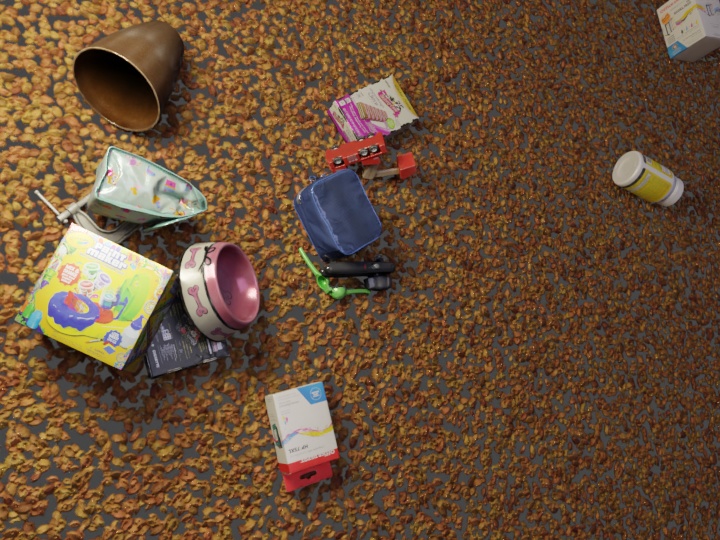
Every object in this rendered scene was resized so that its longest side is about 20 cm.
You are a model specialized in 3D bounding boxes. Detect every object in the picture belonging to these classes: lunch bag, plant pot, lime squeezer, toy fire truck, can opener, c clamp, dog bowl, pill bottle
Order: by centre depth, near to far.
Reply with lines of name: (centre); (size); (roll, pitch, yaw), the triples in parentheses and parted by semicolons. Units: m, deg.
lunch bag: (-0.409, -0.141, 1.175); (0.198, 0.170, 0.123); (18, 79, -29)
dog bowl: (-0.270, 0.034, 1.201); (0.073, 0.200, 0.202); (-16, 81, 17)
c clamp: (-0.512, -0.141, 1.225); (0.200, 0.027, 0.171); (-40, 96, -29)
plant pot: (-0.454, -0.425, 1.260); (0.186, 0.187, 0.201); (32, 51, -14)
lunch bag: (-0.061, -0.127, 1.379); (0.135, 0.132, 0.202); (-28, 94, -30)
lime squeezer: (-0.064, 0.022, 1.391); (0.199, 0.038, 0.071); (31, 65, -14)
can opener: (0.000, 0.000, 1.397); (0.199, 0.063, 0.079); (6, 63, -38)
toy fire truck: (0.027, -0.264, 1.476); (0.198, 0.141, 0.049); (-17, 56, 8)
pill bottle: (0.896, -0.280, 1.891); (0.198, 0.114, 0.115); (22, 68, -19)

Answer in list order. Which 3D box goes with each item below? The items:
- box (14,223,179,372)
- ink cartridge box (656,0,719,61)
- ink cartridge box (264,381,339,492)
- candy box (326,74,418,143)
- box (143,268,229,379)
box: (-0.465, 0.054, 1.105); (0.198, 0.122, 0.194); (25, 76, -3)
ink cartridge box: (1.184, -0.878, 2.170); (0.143, 0.147, 0.202); (-4, 78, -26)
ink cartridge box: (-0.117, 0.344, 1.262); (0.115, 0.067, 0.202); (-10, 81, -27)
candy box: (0.033, -0.393, 1.536); (0.199, 0.061, 0.137); (-33, 91, -29)
box: (-0.366, 0.099, 1.219); (0.158, 0.049, 0.202); (-14, 82, -30)
